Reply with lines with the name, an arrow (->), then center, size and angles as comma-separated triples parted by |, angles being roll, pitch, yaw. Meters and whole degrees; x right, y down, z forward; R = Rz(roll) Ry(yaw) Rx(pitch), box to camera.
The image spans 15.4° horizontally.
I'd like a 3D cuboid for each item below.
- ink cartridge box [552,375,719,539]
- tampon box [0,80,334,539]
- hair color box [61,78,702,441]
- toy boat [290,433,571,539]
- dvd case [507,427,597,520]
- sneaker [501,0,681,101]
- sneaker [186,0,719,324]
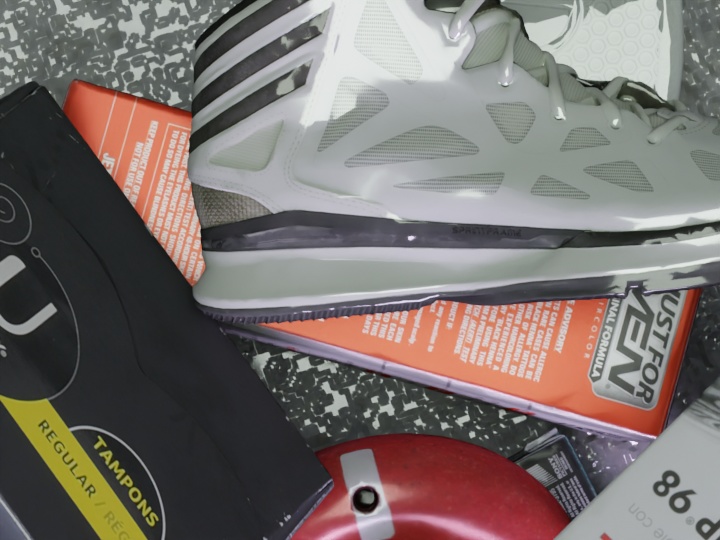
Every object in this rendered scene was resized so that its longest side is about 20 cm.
ink cartridge box -> 0.127, 0.084, 0.693 | 0.200, 0.067, 0.116 | -44, 64, -3
tampon box -> -0.141, 0.072, 0.764 | 0.200, 0.126, 0.150 | -34, 96, 32
hair color box -> 0.000, 0.000, 0.838 | 0.199, 0.102, 0.061 | 16, 86, -1
toy boat -> 0.021, 0.148, 0.795 | 0.130, 0.131, 0.201 | -14, 88, -2
dvd case -> 0.012, 0.162, 0.871 | 0.200, 0.022, 0.146 | -29, 88, -3
sneaker -> 0.049, -0.110, 0.836 | 0.071, 0.099, 0.200 | -21, 77, 0
sneaker -> 0.046, -0.051, 0.732 | 0.200, 0.076, 0.116 | -5, 94, 8
